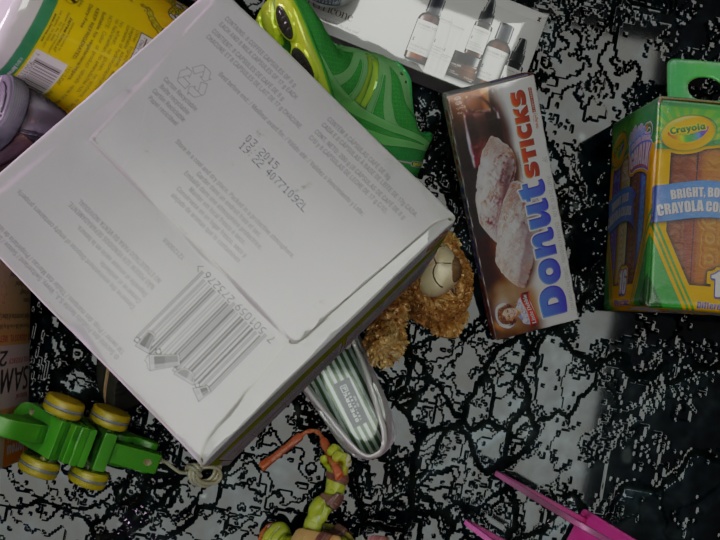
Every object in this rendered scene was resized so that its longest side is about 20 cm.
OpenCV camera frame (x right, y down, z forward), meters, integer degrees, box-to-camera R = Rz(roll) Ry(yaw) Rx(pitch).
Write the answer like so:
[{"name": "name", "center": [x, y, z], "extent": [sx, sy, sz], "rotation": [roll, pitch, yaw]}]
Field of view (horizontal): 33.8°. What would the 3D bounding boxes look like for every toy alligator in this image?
[{"name": "toy alligator", "center": [-0.198, 0.132, 0.907], "extent": [0.199, 0.054, 0.060], "rotation": [21, 91, -38]}]

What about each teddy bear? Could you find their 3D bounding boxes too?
[{"name": "teddy bear", "center": [0.000, 0.000, 0.901], "extent": [0.199, 0.067, 0.146], "rotation": [18, 49, -11]}]

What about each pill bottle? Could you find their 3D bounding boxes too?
[{"name": "pill bottle", "center": [-0.173, -0.156, 0.878], "extent": [0.199, 0.113, 0.113], "rotation": [27, 86, -29]}]

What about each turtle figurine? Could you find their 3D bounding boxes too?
[{"name": "turtle figurine", "center": [-0.026, 0.233, 0.909], "extent": [0.160, 0.064, 0.201], "rotation": [14, 71, 33]}]

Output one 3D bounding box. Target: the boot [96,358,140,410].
[{"name": "boot", "center": [-0.209, -0.004, 0.930], "extent": [0.138, 0.077, 0.201], "rotation": [19, 103, 21]}]

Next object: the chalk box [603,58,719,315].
[{"name": "chalk box", "center": [0.267, -0.066, 0.922], "extent": [0.123, 0.124, 0.202], "rotation": [3, 88, -3]}]

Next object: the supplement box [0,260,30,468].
[{"name": "supplement box", "center": [-0.297, 0.047, 0.882], "extent": [0.073, 0.126, 0.202], "rotation": [1, 89, 2]}]

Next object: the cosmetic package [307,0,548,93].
[{"name": "cosmetic package", "center": [0.042, -0.200, 0.950], "extent": [0.199, 0.051, 0.083], "rotation": [21, 86, -3]}]

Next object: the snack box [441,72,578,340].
[{"name": "snack box", "center": [0.119, -0.049, 0.938], "extent": [0.071, 0.024, 0.201], "rotation": [-14, 105, -4]}]

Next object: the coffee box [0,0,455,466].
[{"name": "coffee box", "center": [-0.088, -0.015, 0.753], "extent": [0.200, 0.198, 0.200], "rotation": [-44, 85, -8]}]

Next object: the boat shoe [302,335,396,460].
[{"name": "boat shoe", "center": [-0.028, 0.057, 0.929], "extent": [0.073, 0.067, 0.201], "rotation": [-34, 90, -4]}]

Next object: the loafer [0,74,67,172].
[{"name": "loafer", "center": [-0.280, -0.087, 0.876], "extent": [0.063, 0.199, 0.072], "rotation": [21, 67, -37]}]

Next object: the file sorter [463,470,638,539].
[{"name": "file sorter", "center": [0.122, 0.269, 0.877], "extent": [0.125, 0.139, 0.201], "rotation": [30, 86, -24]}]

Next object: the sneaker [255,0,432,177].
[{"name": "sneaker", "center": [-0.012, -0.141, 0.910], "extent": [0.084, 0.074, 0.200], "rotation": [-57, 132, -20]}]

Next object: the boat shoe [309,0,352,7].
[{"name": "boat shoe", "center": [-0.005, -0.295, 0.905], "extent": [0.070, 0.070, 0.201], "rotation": [18, 58, -4]}]
